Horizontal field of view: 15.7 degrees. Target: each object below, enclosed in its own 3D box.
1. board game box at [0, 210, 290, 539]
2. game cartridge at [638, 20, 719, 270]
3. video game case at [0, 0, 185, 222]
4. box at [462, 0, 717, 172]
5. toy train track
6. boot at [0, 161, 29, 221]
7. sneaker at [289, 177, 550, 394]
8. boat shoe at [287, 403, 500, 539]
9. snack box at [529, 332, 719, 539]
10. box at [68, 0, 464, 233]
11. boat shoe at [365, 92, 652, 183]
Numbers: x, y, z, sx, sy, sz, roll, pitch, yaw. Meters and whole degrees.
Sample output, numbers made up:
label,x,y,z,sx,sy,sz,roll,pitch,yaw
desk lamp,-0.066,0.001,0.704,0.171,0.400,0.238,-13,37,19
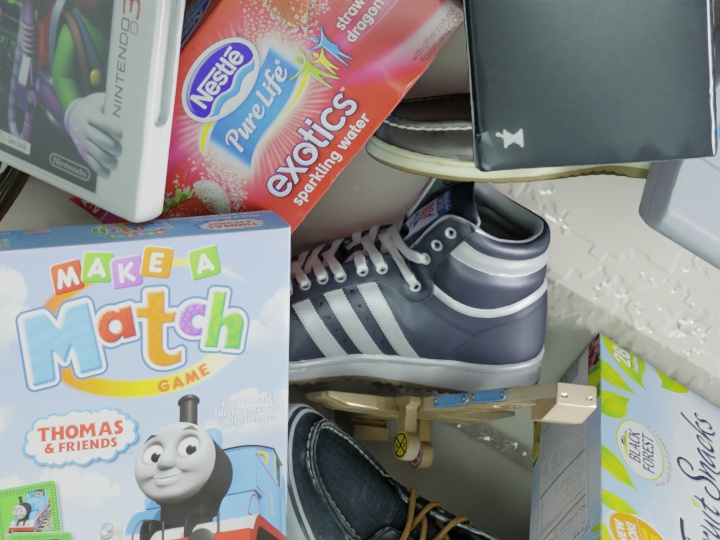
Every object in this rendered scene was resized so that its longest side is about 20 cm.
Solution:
label,x,y,z,sx,sy,sz,roll,pitch,yaw
board game box,-0.109,0.077,1.221,0.151,0.037,0.201,-5,107,-20
game cartridge,0.225,-0.083,1.232,0.133,0.040,0.200,30,99,-18
video game case,-0.162,-0.139,1.215,0.200,0.023,0.182,24,118,33
box,0.099,-0.153,1.152,0.107,0.200,0.149,-3,117,6
toy train track,0.048,0.078,1.293,0.114,0.200,0.033,8,79,-31
boot,-0.237,-0.037,1.308,0.097,0.075,0.200,35,116,-16
sneaker,0.000,0.000,1.308,0.199,0.070,0.109,5,122,-6
boat shoe,0.027,0.138,1.324,0.091,0.071,0.200,-9,130,31
snack box,0.168,0.141,1.294,0.168,0.200,0.068,32,114,-11
box,-0.042,-0.094,1.251,0.100,0.096,0.200,35,114,-12
boat shoe,0.103,-0.082,1.264,0.200,0.072,0.066,0,111,-1
